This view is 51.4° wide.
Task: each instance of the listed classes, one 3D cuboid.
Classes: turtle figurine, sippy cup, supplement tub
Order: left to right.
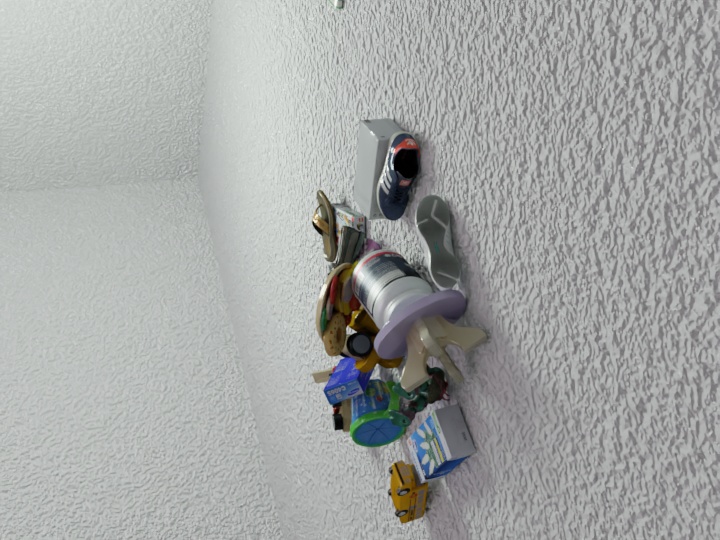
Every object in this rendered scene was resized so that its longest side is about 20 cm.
[{"bbox_3d":[0.034,0.346,1.850,0.140,0.177,0.131,51,-161,-45],"label":"sippy cup"},{"bbox_3d":[0.075,0.055,1.606,0.200,0.140,0.141,-128,36,-54],"label":"supplement tub"},{"bbox_3d":[0.123,0.235,1.533,0.100,0.200,0.151,-3,104,26],"label":"turtle figurine"}]

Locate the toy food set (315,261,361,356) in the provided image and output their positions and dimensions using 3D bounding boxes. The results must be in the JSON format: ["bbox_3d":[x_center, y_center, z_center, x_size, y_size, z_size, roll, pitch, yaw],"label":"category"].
[{"bbox_3d":[-0.045,0.079,1.696,0.048,0.200,0.199,14,132,21],"label":"toy food set"}]

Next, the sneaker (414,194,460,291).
[{"bbox_3d":[0.148,-0.051,1.479,0.080,0.070,0.201,81,-178,-72],"label":"sneaker"}]

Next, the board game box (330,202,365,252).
[{"bbox_3d":[-0.038,-0.102,1.999,0.200,0.034,0.127,-146,51,-64],"label":"board game box"}]

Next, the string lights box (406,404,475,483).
[{"bbox_3d":[0.167,0.371,1.585,0.200,0.059,0.103,115,141,-56],"label":"string lights box"}]

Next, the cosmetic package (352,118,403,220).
[{"bbox_3d":[0.044,-0.228,1.678,0.113,0.081,0.201,-123,33,-48],"label":"cosmetic package"}]

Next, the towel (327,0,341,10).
[{"bbox_3d":[-0.064,-0.769,1.859,0.153,0.023,0.201,-119,30,-43],"label":"towel"}]

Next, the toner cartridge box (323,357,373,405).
[{"bbox_3d":[-0.022,0.262,1.865,0.043,0.095,0.200,64,-163,-9],"label":"toner cartridge box"}]

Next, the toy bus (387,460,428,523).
[{"bbox_3d":[0.109,0.505,1.712,0.201,0.078,0.065,89,163,-47],"label":"toy bus"}]

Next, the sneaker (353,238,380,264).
[{"bbox_3d":[0.000,0.000,1.889,0.200,0.088,0.081,-48,20,38],"label":"sneaker"}]

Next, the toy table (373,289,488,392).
[{"bbox_3d":[0.136,0.139,1.428,0.200,0.184,0.117,-42,50,14],"label":"toy table"}]

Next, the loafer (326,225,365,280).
[{"bbox_3d":[-0.052,-0.016,1.809,0.072,0.063,0.201,-33,32,64],"label":"loafer"}]

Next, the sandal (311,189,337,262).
[{"bbox_3d":[-0.104,-0.120,2.043,0.080,0.054,0.201,-170,73,-70],"label":"sandal"}]

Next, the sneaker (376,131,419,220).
[{"bbox_3d":[0.084,-0.188,1.588,0.085,0.075,0.201,-121,31,-56],"label":"sneaker"}]

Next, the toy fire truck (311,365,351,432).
[{"bbox_3d":[-0.062,0.349,2.127,0.200,0.128,0.177,-146,50,-78],"label":"toy fire truck"}]

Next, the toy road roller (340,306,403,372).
[{"bbox_3d":[0.043,0.152,1.798,0.201,0.146,0.123,-63,14,-16],"label":"toy road roller"}]
